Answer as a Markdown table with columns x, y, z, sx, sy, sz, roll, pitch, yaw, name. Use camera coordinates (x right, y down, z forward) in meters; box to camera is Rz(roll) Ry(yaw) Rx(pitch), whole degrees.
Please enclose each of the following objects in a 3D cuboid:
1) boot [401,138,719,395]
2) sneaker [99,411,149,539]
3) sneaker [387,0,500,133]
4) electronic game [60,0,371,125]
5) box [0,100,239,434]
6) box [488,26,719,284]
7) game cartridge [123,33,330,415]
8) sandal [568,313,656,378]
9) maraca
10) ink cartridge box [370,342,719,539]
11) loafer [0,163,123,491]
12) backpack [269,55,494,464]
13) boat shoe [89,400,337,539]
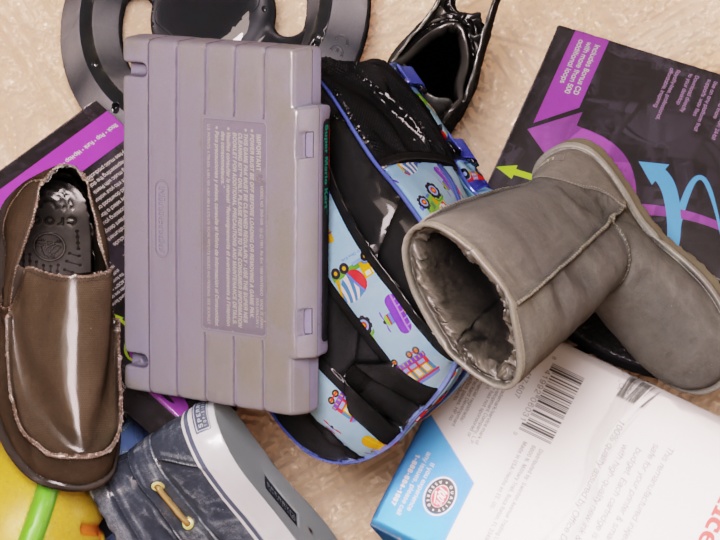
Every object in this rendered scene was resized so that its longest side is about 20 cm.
| x | y | z | sx | sy | sz | roll | pitch | yaw | name |
| --- | --- | --- | --- | --- | --- | --- | --- | --- | --- |
| 0.118 | 0.020 | 1.596 | 0.073 | 0.200 | 0.182 | -42 | 89 | 25 | boot |
| -0.177 | 0.079 | 1.749 | 0.074 | 0.082 | 0.200 | -32 | 68 | 25 | sneaker |
| 0.029 | -0.092 | 1.761 | 0.060 | 0.104 | 0.200 | 29 | 80 | 6 | sneaker |
| -0.091 | -0.156 | 1.830 | 0.200 | 0.042 | 0.200 | -5 | 70 | 14 | electronic game |
| -0.133 | 0.004 | 1.746 | 0.200 | 0.036 | 0.143 | 41 | 47 | 10 | box |
| 0.186 | -0.055 | 1.739 | 0.200 | 0.036 | 0.143 | 18 | 59 | 11 | box |
| -0.074 | -0.027 | 1.620 | 0.130 | 0.038 | 0.200 | 7 | 101 | 33 | game cartridge |
| 0.117 | 0.016 | 1.753 | 0.200 | 0.045 | 0.075 | 21 | 56 | 17 | sandal |
| -0.212 | 0.177 | 1.691 | 0.107 | 0.137 | 0.200 | 24 | 121 | -11 | maraca |
| 0.129 | 0.132 | 1.699 | 0.200 | 0.084 | 0.146 | 26 | 80 | 13 | ink cartridge box |
| -0.170 | 0.026 | 1.644 | 0.073 | 0.071 | 0.200 | -2 | 61 | -18 | loafer |
| 0.000 | 0.000 | 1.670 | 0.200 | 0.134 | 0.183 | 53 | 123 | 20 | backpack |
| -0.071 | 0.164 | 1.691 | 0.091 | 0.200 | 0.071 | -27 | 28 | 14 | boat shoe |
